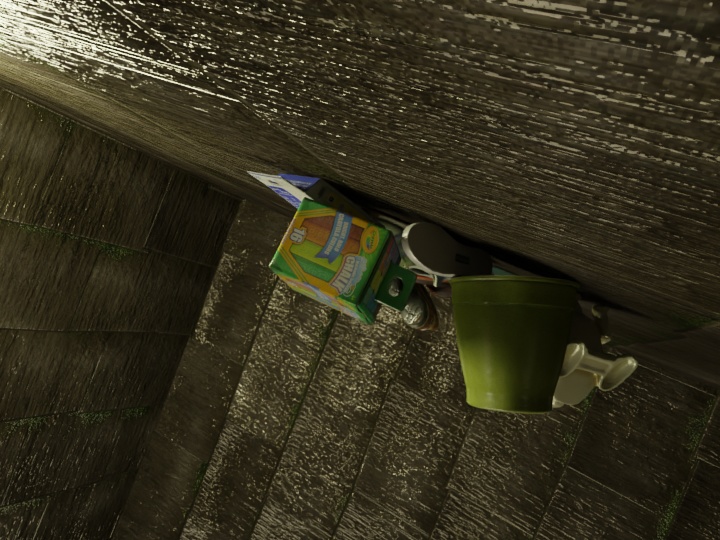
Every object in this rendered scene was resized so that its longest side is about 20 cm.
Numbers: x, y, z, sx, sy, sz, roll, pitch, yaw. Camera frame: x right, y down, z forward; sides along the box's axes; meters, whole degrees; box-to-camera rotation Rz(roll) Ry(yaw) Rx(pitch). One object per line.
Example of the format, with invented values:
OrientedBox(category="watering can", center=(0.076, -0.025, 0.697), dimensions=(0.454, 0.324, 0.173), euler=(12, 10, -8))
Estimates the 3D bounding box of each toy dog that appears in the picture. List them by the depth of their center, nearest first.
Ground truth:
OrientedBox(category="toy dog", center=(0.374, 0.129, 0.975), dimensions=(0.137, 0.196, 0.201), euler=(9, -145, -5))

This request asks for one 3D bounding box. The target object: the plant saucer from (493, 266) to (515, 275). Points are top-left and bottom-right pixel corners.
OrientedBox(category="plant saucer", center=(0.255, -0.005, 1.121), dimensions=(0.198, 0.019, 0.070), euler=(22, -179, 15))

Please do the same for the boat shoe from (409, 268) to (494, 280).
OrientedBox(category="boat shoe", center=(0.159, -0.015, 1.043), dimensions=(0.200, 0.075, 0.065), euler=(15, 173, 29))

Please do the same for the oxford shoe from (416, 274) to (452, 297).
OrientedBox(category="oxford shoe", center=(0.161, 0.025, 1.134), dimensions=(0.198, 0.073, 0.072), euler=(8, -145, -31))

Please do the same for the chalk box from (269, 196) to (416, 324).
OrientedBox(category="chalk box", center=(-0.014, -0.004, 0.833), dimensions=(0.198, 0.126, 0.124), euler=(21, 167, 18))

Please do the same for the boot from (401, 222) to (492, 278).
OrientedBox(category="boot", center=(0.117, -0.021, 0.868), dimensions=(0.198, 0.074, 0.090), euler=(21, 166, -37))

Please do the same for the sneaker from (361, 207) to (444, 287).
OrientedBox(category="sneaker", center=(0.077, -0.037, 0.983), dimensions=(0.198, 0.091, 0.067), euler=(23, -178, 1))

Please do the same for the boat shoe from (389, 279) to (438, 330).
OrientedBox(category="boat shoe", center=(0.112, 0.059, 1.168), dimensions=(0.073, 0.076, 0.201), euler=(29, -153, -34))

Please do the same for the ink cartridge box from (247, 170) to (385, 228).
OrientedBox(category="ink cartridge box", center=(-0.080, -0.123, 0.930), dimensions=(0.199, 0.047, 0.197), euler=(37, 174, -29))

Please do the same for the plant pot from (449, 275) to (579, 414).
OrientedBox(category="plant pot", center=(0.234, 0.116, 0.842), dimensions=(0.197, 0.196, 0.200), euler=(4, 173, 0))
